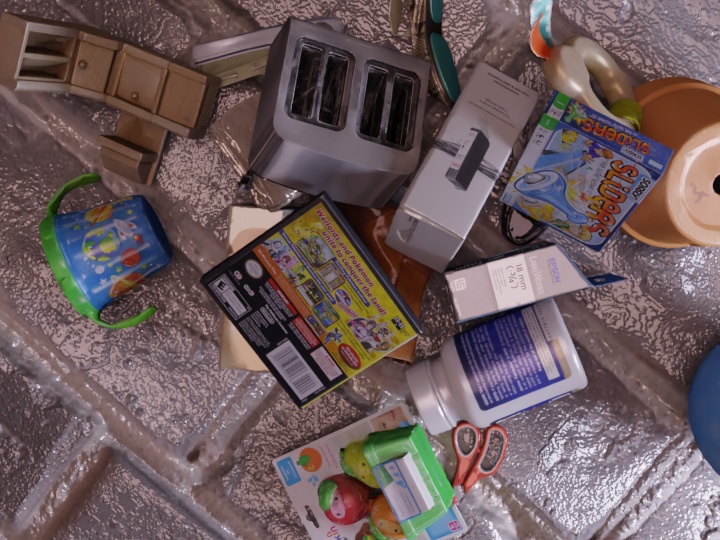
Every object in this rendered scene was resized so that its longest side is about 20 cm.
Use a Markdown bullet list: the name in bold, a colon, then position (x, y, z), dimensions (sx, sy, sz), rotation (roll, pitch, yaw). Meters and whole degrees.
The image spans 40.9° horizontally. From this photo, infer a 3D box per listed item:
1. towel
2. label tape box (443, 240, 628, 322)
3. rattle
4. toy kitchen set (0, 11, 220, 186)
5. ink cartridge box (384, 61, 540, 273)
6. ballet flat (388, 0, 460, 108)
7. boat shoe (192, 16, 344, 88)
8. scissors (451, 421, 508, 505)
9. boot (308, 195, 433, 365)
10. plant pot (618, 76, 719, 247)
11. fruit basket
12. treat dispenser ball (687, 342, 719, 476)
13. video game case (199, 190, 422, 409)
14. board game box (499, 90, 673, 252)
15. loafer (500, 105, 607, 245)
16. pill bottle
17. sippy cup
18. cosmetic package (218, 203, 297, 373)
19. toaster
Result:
- **towel**: position (-0.074, -0.167, 1.172), dimensions (0.199, 0.034, 0.133), rotation (-34, 88, -26)
- **label tape box**: position (0.203, 0.003, 1.148), dimensions (0.199, 0.144, 0.064), rotation (-15, 91, 7)
- **rattle**: position (0.203, -0.195, 1.052), dimensions (0.199, 0.142, 0.131), rotation (19, 70, -36)
- **toy kitchen set**: position (-0.311, -0.190, 1.158), dimensions (0.199, 0.180, 0.164), rotation (23, 105, 15)
- **ink cartridge box**: position (0.114, -0.114, 1.114), dimensions (0.083, 0.144, 0.201), rotation (29, 74, 3)
- **ballet flat**: position (0.074, -0.291, 1.183), dimensions (0.075, 0.068, 0.202), rotation (-10, 88, 29)
- **boat shoe**: position (-0.112, -0.271, 1.204), dimensions (0.198, 0.072, 0.062), rotation (-8, 108, 17)
- **scissors**: position (0.132, 0.288, 1.245), dimensions (0.073, 0.014, 0.201), rotation (17, 96, 4)
- **boot**: position (0.000, 0.000, 1.190), dimensions (0.187, 0.068, 0.201), rotation (19, 80, -8)
- **plant pot**: position (0.379, -0.111, 1.094), dimensions (0.198, 0.140, 0.202), rotation (-3, 107, -9)
- **fruit basket**: position (0.009, 0.286, 1.221), dimensions (0.199, 0.094, 0.186), rotation (-26, 92, 11)
- **treat dispenser ball**: position (0.479, 0.161, 1.103), dimensions (0.199, 0.201, 0.203), rotation (1, 95, 6)
- **video game case**: position (-0.056, 0.038, 1.122), dimensions (0.180, 0.026, 0.200), rotation (-33, 104, 14)
- **board game box**: position (0.239, -0.102, 1.057), dimensions (0.135, 0.200, 0.035), rotation (28, 68, 7)
- **loafer**: position (0.234, -0.119, 1.174), dimensions (0.072, 0.063, 0.201), rotation (32, 97, 1)
- **pill bottle**: position (0.162, 0.122, 1.174), dimensions (0.199, 0.120, 0.120), rotation (-23, 92, 8)
- **sippy cup**: position (-0.313, -0.028, 1.215), dimensions (0.130, 0.140, 0.179), rotation (-25, 117, -3)
- **cosmetic package**: position (-0.126, 0.019, 1.206), dimensions (0.070, 0.105, 0.202), rotation (5, 97, 5)
- **toaster**: position (-0.028, -0.174, 1.107), dimensions (0.180, 0.119, 0.201), rotation (14, 69, -15)
